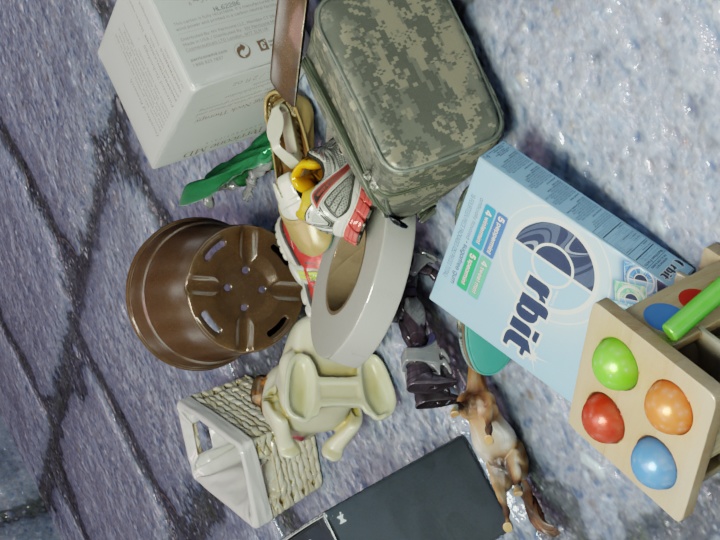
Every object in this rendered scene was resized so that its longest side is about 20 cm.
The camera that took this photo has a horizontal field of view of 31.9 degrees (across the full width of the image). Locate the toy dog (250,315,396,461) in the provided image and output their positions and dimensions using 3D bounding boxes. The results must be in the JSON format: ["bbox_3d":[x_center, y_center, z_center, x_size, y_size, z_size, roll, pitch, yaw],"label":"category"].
[{"bbox_3d":[-0.069,0.141,1.558,0.200,0.138,0.196,-50,52,58],"label":"toy dog"}]

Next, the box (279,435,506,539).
[{"bbox_3d":[0.030,0.303,1.425,0.125,0.198,0.197,60,150,11],"label":"box"}]

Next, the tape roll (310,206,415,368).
[{"bbox_3d":[0.000,0.000,1.332,0.203,0.037,0.206,-162,90,-72],"label":"tape roll"}]

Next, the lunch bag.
[{"bbox_3d":[0.034,-0.157,1.196,0.202,0.138,0.168,64,168,10],"label":"lunch bag"}]

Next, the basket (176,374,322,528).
[{"bbox_3d":[-0.155,0.249,1.783,0.199,0.122,0.137,24,129,53],"label":"basket"}]

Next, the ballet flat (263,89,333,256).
[{"bbox_3d":[-0.078,-0.112,1.411,0.068,0.063,0.202,-25,63,26],"label":"ballet flat"}]

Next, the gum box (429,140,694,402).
[{"bbox_3d":[0.168,0.012,1.098,0.199,0.044,0.171,37,135,21],"label":"gum box"}]

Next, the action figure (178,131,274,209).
[{"bbox_3d":[-0.132,-0.127,1.543,0.055,0.118,0.199,50,146,-16],"label":"action figure"}]

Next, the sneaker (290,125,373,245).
[{"bbox_3d":[-0.028,-0.111,1.310,0.201,0.081,0.078,-90,19,-55],"label":"sneaker"}]

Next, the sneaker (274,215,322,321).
[{"bbox_3d":[-0.031,0.002,1.468,0.085,0.077,0.201,-40,78,43],"label":"sneaker"}]

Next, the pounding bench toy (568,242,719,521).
[{"bbox_3d":[0.252,0.054,0.931,0.124,0.155,0.202,41,141,39],"label":"pounding bench toy"}]

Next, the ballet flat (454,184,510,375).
[{"bbox_3d":[0.123,0.004,1.227,0.074,0.074,0.202,34,134,45],"label":"ballet flat"}]

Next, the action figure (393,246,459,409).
[{"bbox_3d":[0.054,0.044,1.348,0.131,0.068,0.202,104,154,-62],"label":"action figure"}]

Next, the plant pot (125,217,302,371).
[{"bbox_3d":[-0.171,0.026,1.570,0.198,0.198,0.203,-7,103,65],"label":"plant pot"}]

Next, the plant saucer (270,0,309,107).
[{"bbox_3d":[-0.068,-0.268,1.274,0.200,0.032,0.203,-173,90,-86],"label":"plant saucer"}]

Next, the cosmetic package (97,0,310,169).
[{"bbox_3d":[-0.181,-0.252,1.454,0.168,0.166,0.200,63,151,10],"label":"cosmetic package"}]

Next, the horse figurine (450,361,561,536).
[{"bbox_3d":[0.139,0.178,1.278,0.202,0.049,0.133,62,-166,-11],"label":"horse figurine"}]
